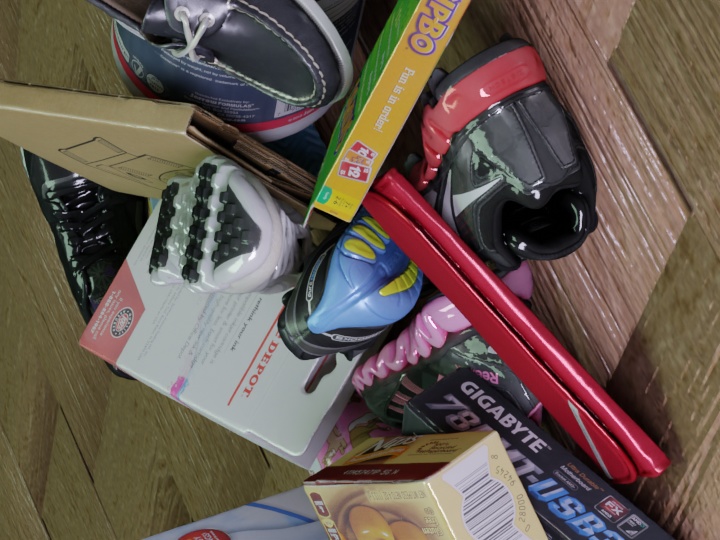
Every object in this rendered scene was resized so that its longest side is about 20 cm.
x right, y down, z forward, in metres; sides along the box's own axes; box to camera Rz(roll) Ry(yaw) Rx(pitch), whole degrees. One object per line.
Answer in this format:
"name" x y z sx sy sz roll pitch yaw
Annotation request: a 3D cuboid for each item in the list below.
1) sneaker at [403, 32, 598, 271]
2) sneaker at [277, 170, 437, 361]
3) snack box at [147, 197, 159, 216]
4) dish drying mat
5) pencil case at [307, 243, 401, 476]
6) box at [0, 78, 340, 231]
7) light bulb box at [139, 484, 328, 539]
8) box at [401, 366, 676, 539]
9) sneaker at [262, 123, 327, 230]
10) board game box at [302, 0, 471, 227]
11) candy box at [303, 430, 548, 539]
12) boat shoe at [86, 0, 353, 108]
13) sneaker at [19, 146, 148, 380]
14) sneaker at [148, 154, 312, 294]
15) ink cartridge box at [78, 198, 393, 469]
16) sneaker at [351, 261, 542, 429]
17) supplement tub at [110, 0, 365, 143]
"sneaker" 0.070 -0.034 1.445 0.098 0.071 0.200 56 163 16
"sneaker" 0.000 0.000 1.555 0.071 0.083 0.200 54 -161 -2
"snack box" -0.111 -0.047 1.903 0.142 0.053 0.200 -97 0 -63
"dish drying mat" 0.072 0.030 1.441 0.200 0.018 0.077 47 169 -4
"pencil case" -0.022 0.064 1.768 0.200 0.083 0.087 58 139 37
"box" -0.118 -0.066 1.644 0.200 0.163 0.021 10 77 40
"light bulb box" -0.030 0.236 1.754 0.198 0.200 0.125 42 145 55
"box" 0.098 0.180 1.508 0.200 0.050 0.199 38 145 31
"sneaker" -0.073 -0.114 1.770 0.081 0.076 0.200 134 121 -76
"board game box" 0.025 -0.112 1.398 0.200 0.030 0.096 -58 9 36
"candy box" 0.060 0.181 1.463 0.115 0.055 0.200 -8 110 57
"boat shoe" -0.095 -0.142 1.470 0.200 0.060 0.074 40 139 5
"sneaker" -0.165 -0.019 1.885 0.088 0.076 0.200 -107 -2 -57
"sneaker" -0.060 -0.019 1.557 0.200 0.081 0.075 -171 93 -78
"ink cartridge box" -0.059 0.038 1.700 0.200 0.117 0.067 26 174 42
"sneaker" 0.059 0.066 1.576 0.095 0.079 0.200 58 160 7
"supplement tub" -0.062 -0.175 1.582 0.200 0.140 0.140 104 144 -56
